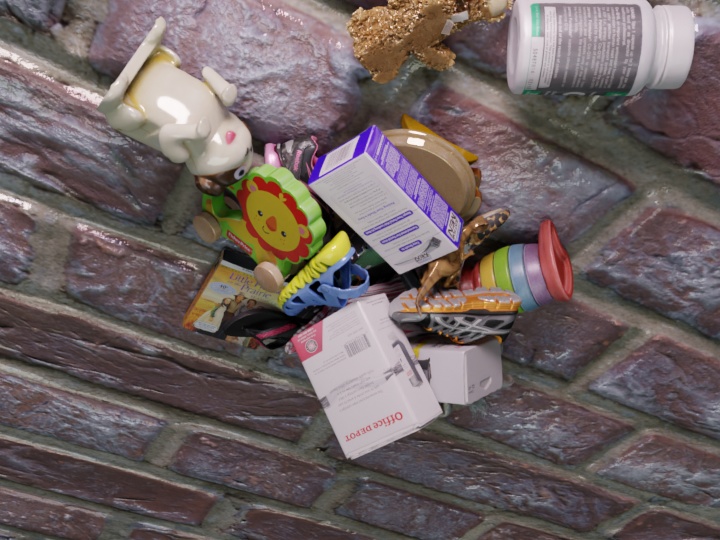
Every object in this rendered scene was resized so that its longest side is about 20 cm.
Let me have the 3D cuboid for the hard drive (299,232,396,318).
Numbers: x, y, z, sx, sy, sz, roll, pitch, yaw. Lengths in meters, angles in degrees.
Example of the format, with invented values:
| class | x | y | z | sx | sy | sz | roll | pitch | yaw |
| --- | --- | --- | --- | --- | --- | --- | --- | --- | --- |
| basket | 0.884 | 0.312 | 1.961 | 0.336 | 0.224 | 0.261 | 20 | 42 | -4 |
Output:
| class | x | y | z | sx | sy | sz | roll | pitch | yaw |
| --- | --- | --- | --- | --- | --- | --- | --- | --- | --- |
| hard drive | 0.000 | 0.000 | 1.276 | 0.139 | 0.038 | 0.200 | -9 | 153 | -43 |

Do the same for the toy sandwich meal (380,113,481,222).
| class | x | y | z | sx | sy | sz | roll | pitch | yaw |
| --- | --- | --- | --- | --- | --- | --- | --- | --- | --- |
| toy sandwich meal | 0.081 | -0.134 | 1.159 | 0.204 | 0.071 | 0.206 | 10 | 139 | 9 |

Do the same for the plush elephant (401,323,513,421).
| class | x | y | z | sx | sy | sz | roll | pitch | yaw |
| --- | --- | --- | --- | --- | --- | --- | --- | --- | --- |
| plush elephant | 0.177 | 0.174 | 1.426 | 0.164 | 0.201 | 0.155 | -18 | 160 | -1 |

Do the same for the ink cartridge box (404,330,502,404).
| class | x | y | z | sx | sy | sz | roll | pitch | yaw |
| --- | --- | --- | --- | --- | --- | --- | --- | --- | --- |
| ink cartridge box | 0.104 | 0.148 | 1.278 | 0.199 | 0.086 | 0.147 | -1 | -175 | 32 |

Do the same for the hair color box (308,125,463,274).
| class | x | y | z | sx | sy | sz | roll | pitch | yaw |
| --- | --- | --- | --- | --- | --- | --- | --- | --- | --- |
| hair color box | 0.038 | -0.092 | 1.118 | 0.109 | 0.065 | 0.200 | -23 | 124 | 37 |

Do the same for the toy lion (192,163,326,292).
| class | x | y | z | sx | sy | sz | roll | pitch | yaw |
| --- | --- | --- | --- | --- | --- | --- | --- | --- | --- |
| toy lion | -0.139 | -0.077 | 1.151 | 0.200 | 0.069 | 0.192 | 37 | 140 | 14 |

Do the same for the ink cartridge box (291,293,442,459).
| class | x | y | z | sx | sy | sz | roll | pitch | yaw |
| --- | --- | --- | --- | --- | --- | --- | --- | --- | --- |
| ink cartridge box | 0.009 | 0.156 | 1.201 | 0.145 | 0.201 | 0.085 | -30 | 170 | 33 |

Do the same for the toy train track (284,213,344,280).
| class | x | y | z | sx | sy | sz | roll | pitch | yaw |
| --- | --- | --- | --- | --- | --- | --- | --- | --- | --- |
| toy train track | -0.074 | -0.049 | 1.281 | 0.115 | 0.033 | 0.200 | 38 | 122 | -16 |

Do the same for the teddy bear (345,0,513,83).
| class | x | y | z | sx | sy | sz | roll | pitch | yaw |
| --- | --- | --- | --- | --- | --- | --- | --- | --- | --- |
| teddy bear | 0.082 | -0.309 | 0.975 | 0.145 | 0.067 | 0.200 | 26 | 127 | -37 |

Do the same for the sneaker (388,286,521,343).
| class | x | y | z | sx | sy | sz | roll | pitch | yaw |
| --- | --- | --- | --- | --- | --- | --- | --- | --- | --- |
| sneaker | 0.138 | 0.070 | 1.194 | 0.199 | 0.078 | 0.078 | 2 | 111 | -9 |

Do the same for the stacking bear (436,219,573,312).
| class | x | y | z | sx | sy | sz | roll | pitch | yaw |
| --- | --- | --- | --- | --- | --- | --- | --- | --- | --- |
| stacking bear | 0.221 | 0.016 | 1.285 | 0.199 | 0.114 | 0.122 | -15 | 135 | 24 |

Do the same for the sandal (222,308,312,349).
| class | x | y | z | sx | sy | sz | roll | pitch | yaw |
| --- | --- | --- | --- | --- | --- | --- | --- | --- | --- |
| sandal | -0.139 | 0.108 | 1.403 | 0.199 | 0.045 | 0.075 | 10 | 139 | -34 |

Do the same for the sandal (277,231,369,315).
| class | x | y | z | sx | sy | sz | roll | pitch | yaw |
| --- | --- | --- | --- | --- | --- | --- | --- | --- | --- |
| sandal | -0.053 | 0.026 | 1.182 | 0.087 | 0.080 | 0.200 | 44 | 144 | -5 |

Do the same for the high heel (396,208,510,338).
| class | x | y | z | sx | sy | sz | roll | pitch | yaw |
| --- | --- | --- | --- | --- | --- | --- | --- | --- | --- |
| high heel | 0.167 | 0.005 | 1.243 | 0.199 | 0.071 | 0.143 | -32 | 90 | 14 |

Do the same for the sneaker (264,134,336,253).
| class | x | y | z | sx | sy | sz | roll | pitch | yaw |
| --- | --- | --- | --- | --- | --- | --- | --- | --- | --- |
| sneaker | -0.061 | -0.108 | 1.179 | 0.095 | 0.079 | 0.201 | -24 | 124 | 5 |

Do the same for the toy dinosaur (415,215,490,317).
| class | x | y | z | sx | sy | sz | roll | pitch | yaw |
| --- | --- | --- | --- | --- | --- | --- | --- | --- | --- |
| toy dinosaur | 0.110 | -0.001 | 1.157 | 0.060 | 0.200 | 0.106 | 31 | 155 | 13 |

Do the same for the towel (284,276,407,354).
| class | x | y | z | sx | sy | sz | roll | pitch | yaw |
| --- | --- | --- | --- | --- | --- | --- | --- | --- | --- |
| towel | -0.023 | 0.072 | 1.331 | 0.146 | 0.030 | 0.200 | -10 | 156 | -41 |

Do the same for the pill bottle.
| class | x | y | z | sx | sy | sz | roll | pitch | yaw |
| --- | --- | --- | --- | --- | --- | --- | --- | --- | --- |
| pill bottle | 0.279 | -0.264 | 0.966 | 0.199 | 0.114 | 0.113 | 1 | 138 | 2 |

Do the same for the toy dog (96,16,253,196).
| class | x | y | z | sx | sy | sz | roll | pitch | yaw |
| --- | --- | --- | --- | --- | --- | --- | --- | --- | --- |
| toy dog | -0.229 | -0.183 | 1.052 | 0.200 | 0.140 | 0.194 | 35 | 144 | -19 |

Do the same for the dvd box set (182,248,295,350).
| class | x | y | z | sx | sy | sz | roll | pitch | yaw |
| --- | --- | --- | --- | --- | --- | --- | --- | --- | --- |
| dvd box set | -0.204 | 0.054 | 1.398 | 0.146 | 0.030 | 0.200 | 20 | 134 | -21 |
